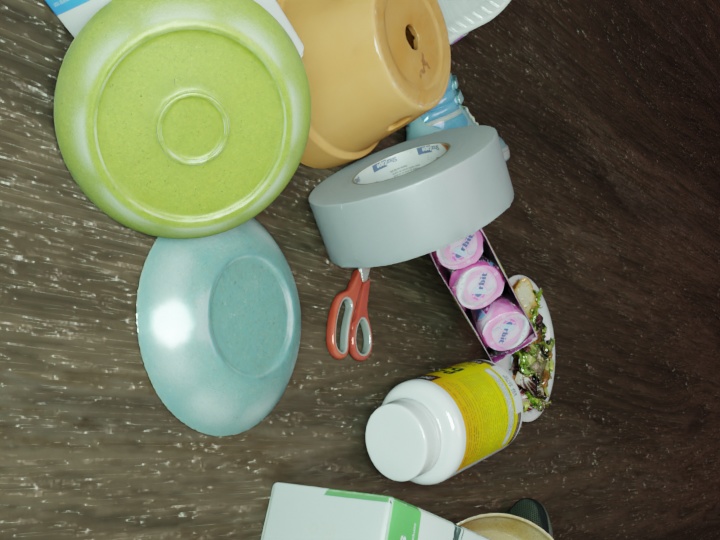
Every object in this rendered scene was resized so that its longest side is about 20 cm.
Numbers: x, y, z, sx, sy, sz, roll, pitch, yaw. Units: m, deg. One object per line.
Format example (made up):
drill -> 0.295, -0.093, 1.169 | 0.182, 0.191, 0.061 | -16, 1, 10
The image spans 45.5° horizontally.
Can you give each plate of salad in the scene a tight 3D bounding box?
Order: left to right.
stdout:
plate of salad -> 0.239, 0.108, 1.202 | 0.198, 0.047, 0.206 | 13, 74, -53

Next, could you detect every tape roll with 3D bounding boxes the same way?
tape roll -> 0.050, -0.076, 0.850 | 0.200, 0.197, 0.067 | -42, 117, -47

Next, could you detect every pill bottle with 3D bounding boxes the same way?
pill bottle -> 0.092, 0.166, 0.945 | 0.198, 0.107, 0.112 | -7, 90, -54

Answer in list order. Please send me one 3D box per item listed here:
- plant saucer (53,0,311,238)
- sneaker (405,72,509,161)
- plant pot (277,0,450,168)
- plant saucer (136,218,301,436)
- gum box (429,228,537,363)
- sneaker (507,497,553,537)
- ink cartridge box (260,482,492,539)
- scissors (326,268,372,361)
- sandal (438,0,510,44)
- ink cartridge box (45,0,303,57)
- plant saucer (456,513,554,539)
plant saucer -> -0.128, -0.111, 0.647 | 0.201, 0.198, 0.031 | 53, 1, -33
sneaker -> 0.121, -0.188, 1.065 | 0.198, 0.078, 0.134 | -17, 100, -54
plant pot -> -0.001, -0.215, 0.854 | 0.198, 0.138, 0.206 | 14, 73, -51
plant saucer -> -0.107, 0.041, 0.754 | 0.199, 0.038, 0.207 | 11, 77, -52
gum box -> 0.126, -0.005, 1.003 | 0.202, 0.065, 0.114 | 57, 7, -34
sneaker -> 0.179, 0.346, 1.060 | 0.200, 0.075, 0.116 | -51, 130, -38
ink cartridge box -> 0.022, 0.268, 0.803 | 0.199, 0.144, 0.085 | 35, 59, -44
scissors -> 0.000, 0.000, 0.924 | 0.073, 0.014, 0.205 | 28, 64, -46
sandal -> 0.098, -0.299, 1.010 | 0.083, 0.201, 0.050 | 51, -3, 2
ink cartridge box -> -0.150, -0.210, 0.697 | 0.201, 0.083, 0.148 | 56, 45, -33
plant saucer -> 0.147, 0.375, 0.970 | 0.035, 0.195, 0.206 | 154, -64, -82
